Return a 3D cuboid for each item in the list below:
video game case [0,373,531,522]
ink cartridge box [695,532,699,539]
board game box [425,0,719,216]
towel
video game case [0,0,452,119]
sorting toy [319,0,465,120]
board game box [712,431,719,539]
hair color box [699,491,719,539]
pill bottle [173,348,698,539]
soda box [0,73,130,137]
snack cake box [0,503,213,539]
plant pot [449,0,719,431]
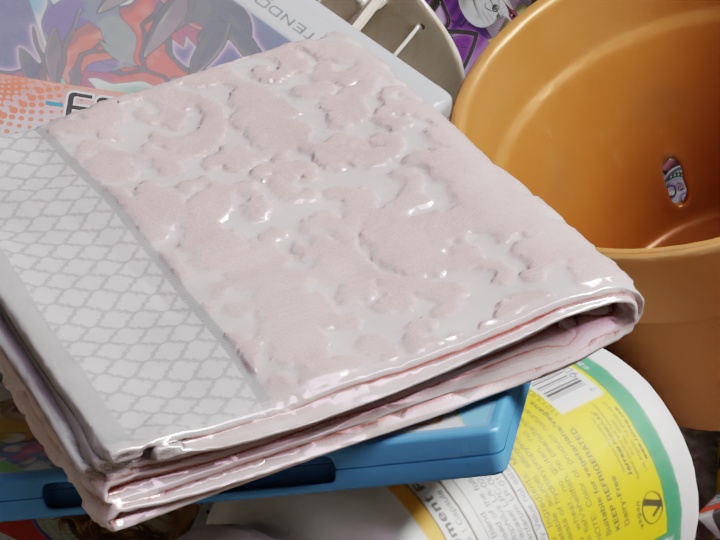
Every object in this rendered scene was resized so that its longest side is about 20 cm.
[{"bbox_3d":[-0.042,0.044,0.801,0.199,0.018,0.143,-6,16,12],"label":"video game case"},{"bbox_3d":[0.123,0.101,0.958,0.047,0.160,0.200,-42,65,-3],"label":"ink cartridge box"},{"bbox_3d":[0.094,-0.077,1.163,0.200,0.120,0.032,45,26,22],"label":"board game box"},{"bbox_3d":[-0.038,-0.009,0.783,0.190,0.032,0.200,-18,39,-22],"label":"towel"},{"bbox_3d":[-0.090,-0.060,0.961,0.182,0.023,0.200,36,57,13],"label":"video game case"},{"bbox_3d":[0.000,0.000,1.044,0.180,0.107,0.200,41,57,-5],"label":"sorting toy"},{"bbox_3d":[0.254,0.056,1.106,0.165,0.057,0.201,16,60,-14],"label":"board game box"},{"bbox_3d":[0.236,0.148,0.967,0.061,0.102,0.200,-42,85,-11],"label":"hair color box"},{"bbox_3d":[0.017,0.102,0.814,0.200,0.113,0.113,-21,58,-43],"label":"pill bottle"},{"bbox_3d":[-0.071,-0.020,0.886,0.199,0.064,0.069,8,55,-6],"label":"soda box"},{"bbox_3d":[-0.088,0.104,0.894,0.199,0.067,0.115,26,40,-1],"label":"snack cake box"},{"bbox_3d":[0.151,-0.027,1.008,0.199,0.140,0.201,-14,40,12],"label":"plant pot"}]
